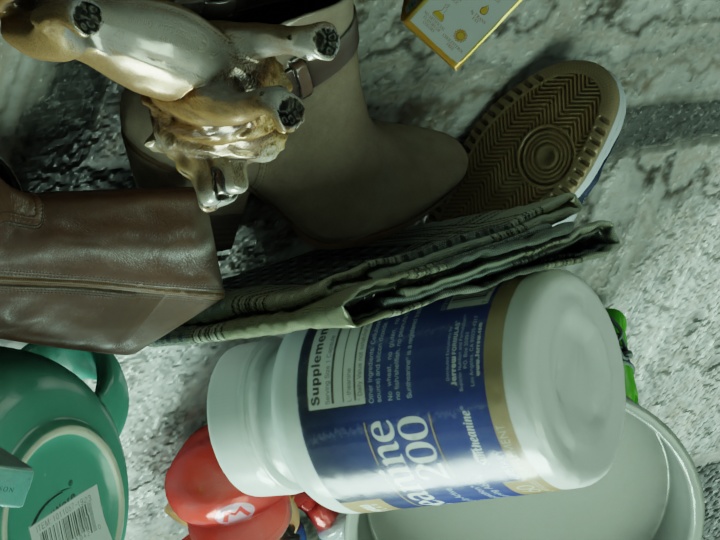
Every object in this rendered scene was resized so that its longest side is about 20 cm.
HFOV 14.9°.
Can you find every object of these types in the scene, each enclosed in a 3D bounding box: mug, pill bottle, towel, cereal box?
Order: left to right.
[{"bbox_3d":[-0.178,0.096,1.310,0.152,0.114,0.185,36,65,-50],"label":"mug"},{"bbox_3d":[0.000,0.000,1.360,0.193,0.200,0.035,-15,96,-41],"label":"towel"},{"bbox_3d":[0.025,0.066,1.410,0.200,0.111,0.111,-9,159,31],"label":"pill bottle"},{"bbox_3d":[0.099,-0.186,1.270,0.200,0.040,0.144,-47,-172,11],"label":"cereal box"}]

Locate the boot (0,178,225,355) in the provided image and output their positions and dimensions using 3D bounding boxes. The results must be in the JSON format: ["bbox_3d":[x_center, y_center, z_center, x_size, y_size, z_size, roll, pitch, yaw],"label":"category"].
[{"bbox_3d":[-0.134,-0.037,1.231,0.200,0.064,0.186,5,130,-36],"label":"boot"}]

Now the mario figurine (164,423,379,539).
[{"bbox_3d":[-0.057,0.165,1.547,0.123,0.106,0.200,-61,160,-21],"label":"mario figurine"}]

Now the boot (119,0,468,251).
[{"bbox_3d":[-0.023,-0.082,1.327,0.200,0.070,0.146,-17,139,-29],"label":"boot"}]

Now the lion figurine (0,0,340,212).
[{"bbox_3d":[-0.093,-0.095,1.163,0.200,0.122,0.072,34,69,-38],"label":"lion figurine"}]

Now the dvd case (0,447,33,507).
[{"bbox_3d":[-0.252,0.048,1.160,0.146,0.200,0.022,13,99,-48],"label":"dvd case"}]

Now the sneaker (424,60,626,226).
[{"bbox_3d":[0.093,-0.024,1.501,0.200,0.070,0.108,-55,150,15],"label":"sneaker"}]

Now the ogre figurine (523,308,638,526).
[{"bbox_3d":[0.099,0.120,1.628,0.200,0.120,0.098,-29,145,-13],"label":"ogre figurine"}]

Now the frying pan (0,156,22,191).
[{"bbox_3d":[-0.232,-0.030,1.229,0.190,0.031,0.115,30,103,-42],"label":"frying pan"}]

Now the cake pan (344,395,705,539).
[{"bbox_3d":[0.090,0.134,1.532,0.200,0.037,0.200,-2,122,-3],"label":"cake pan"}]
